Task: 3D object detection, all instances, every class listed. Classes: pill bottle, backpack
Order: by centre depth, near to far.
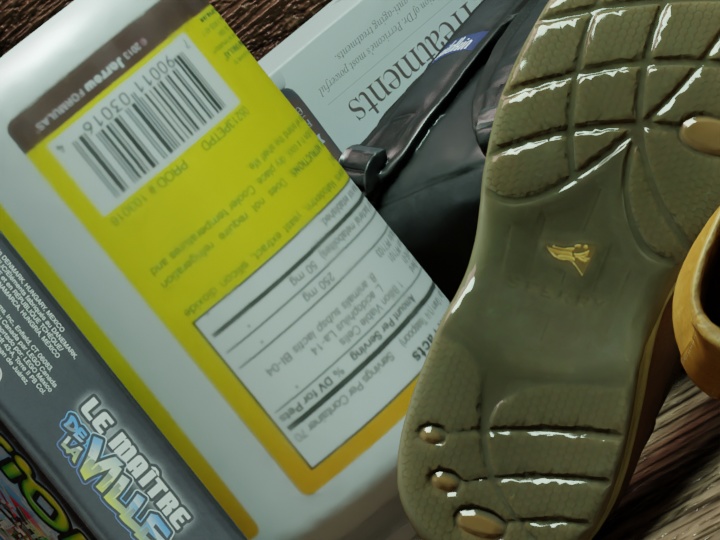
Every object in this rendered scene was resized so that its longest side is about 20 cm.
[{"bbox_3d":[-0.038,0.016,0.800,0.109,0.200,0.109,-38,6,5],"label":"pill bottle"},{"bbox_3d":[0.097,-0.056,0.897,0.163,0.154,0.200,-21,35,44],"label":"backpack"}]

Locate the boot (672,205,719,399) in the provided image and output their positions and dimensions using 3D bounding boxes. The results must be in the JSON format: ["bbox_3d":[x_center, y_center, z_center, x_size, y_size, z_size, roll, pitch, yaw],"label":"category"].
[{"bbox_3d":[0.148,-0.047,0.653,0.201,0.071,0.144,-51,-10,-4],"label":"boot"}]

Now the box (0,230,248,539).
[{"bbox_3d":[-0.090,0.061,0.774,0.035,0.200,0.110,-41,6,-29],"label":"box"}]

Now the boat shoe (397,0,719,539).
[{"bbox_3d":[0.068,-0.013,0.742,0.068,0.072,0.200,35,-103,-76],"label":"boat shoe"}]

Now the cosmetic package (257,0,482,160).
[{"bbox_3d":[0.000,0.000,0.934,0.200,0.151,0.052,-43,14,-33],"label":"cosmetic package"}]
